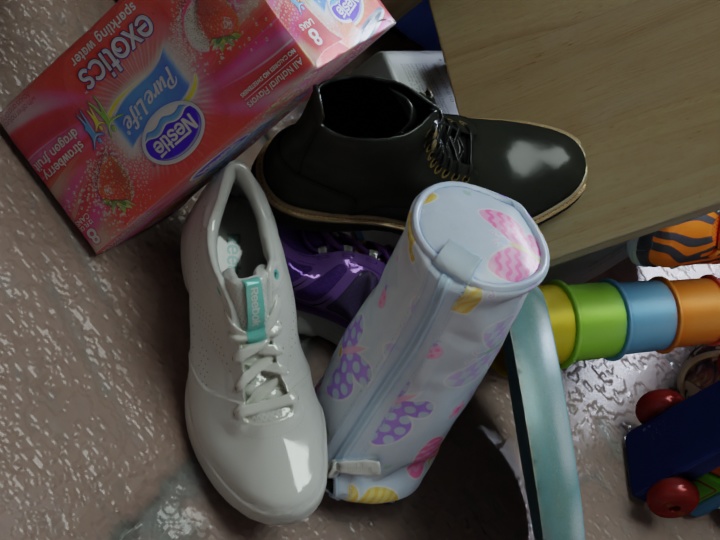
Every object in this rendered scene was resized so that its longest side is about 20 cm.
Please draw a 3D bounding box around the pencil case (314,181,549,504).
[{"bbox_3d":[0.029,0.043,1.439,0.083,0.200,0.091,45,41,18],"label":"pencil case"}]

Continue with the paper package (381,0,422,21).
[{"bbox_3d":[-0.050,-0.214,1.558,0.191,0.200,0.103,54,38,1],"label":"paper package"}]

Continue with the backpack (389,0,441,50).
[{"bbox_3d":[0.080,-0.243,1.746,0.162,0.168,0.201,32,42,-17],"label":"backpack"}]

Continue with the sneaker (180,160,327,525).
[{"bbox_3d":[-0.061,0.037,1.418,0.075,0.089,0.201,-9,70,-13],"label":"sneaker"}]

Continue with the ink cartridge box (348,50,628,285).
[{"bbox_3d":[0.081,-0.062,1.670,0.199,0.085,0.145,-6,67,-47],"label":"ink cartridge box"}]

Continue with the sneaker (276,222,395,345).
[{"bbox_3d":[0.000,0.000,1.537,0.200,0.083,0.081,33,41,-20],"label":"sneaker"}]

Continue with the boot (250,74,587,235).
[{"bbox_3d":[0.049,-0.067,1.460,0.199,0.138,0.078,-7,74,-17],"label":"boot"}]

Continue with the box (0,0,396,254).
[{"bbox_3d":[-0.092,-0.110,1.432,0.103,0.200,0.095,54,36,0],"label":"box"}]

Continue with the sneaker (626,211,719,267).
[{"bbox_3d":[0.249,-0.031,1.671,0.112,0.078,0.200,18,15,25],"label":"sneaker"}]

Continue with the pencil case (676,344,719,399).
[{"bbox_3d":[0.279,0.046,1.799,0.078,0.090,0.200,25,36,11],"label":"pencil case"}]

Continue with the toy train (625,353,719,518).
[{"bbox_3d":[0.277,0.100,1.656,0.115,0.200,0.085,28,44,-35],"label":"toy train"}]

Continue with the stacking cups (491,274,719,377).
[{"bbox_3d":[0.175,0.026,1.668,0.199,0.061,0.061,-8,65,-27],"label":"stacking cups"}]

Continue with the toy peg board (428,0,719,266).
[{"bbox_3d":[0.166,-0.113,1.590,0.098,0.199,0.200,26,47,-68],"label":"toy peg board"}]

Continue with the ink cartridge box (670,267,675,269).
[{"bbox_3d":[0.190,-0.089,1.752,0.200,0.037,0.095,59,9,-57],"label":"ink cartridge box"}]

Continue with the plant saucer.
[{"bbox_3d":[0.106,0.092,1.514,0.200,0.027,0.201,-10,90,-88],"label":"plant saucer"}]
